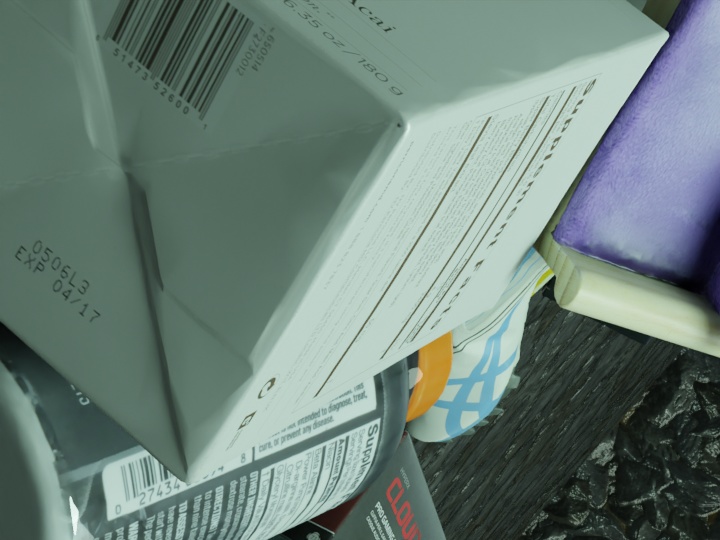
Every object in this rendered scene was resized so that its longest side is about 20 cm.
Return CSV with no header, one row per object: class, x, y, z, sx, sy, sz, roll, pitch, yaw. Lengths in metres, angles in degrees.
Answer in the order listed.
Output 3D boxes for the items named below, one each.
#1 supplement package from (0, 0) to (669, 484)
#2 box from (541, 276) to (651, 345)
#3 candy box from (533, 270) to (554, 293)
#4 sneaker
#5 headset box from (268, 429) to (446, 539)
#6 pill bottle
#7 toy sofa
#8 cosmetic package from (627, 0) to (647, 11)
supplement package,-0.015,-0.046,0.524,0.120,0.121,0.200,-58,165,26
box,0.194,-0.078,1.081,0.141,0.079,0.200,106,11,-54
candy box,0.039,0.047,1.019,0.200,0.026,0.102,-44,180,18
sneaker,0.039,0.002,0.720,0.072,0.072,0.200,2,142,-15
headset box,-0.034,0.154,0.715,0.200,0.075,0.149,-51,143,-29
pill bottle,-0.056,0.043,0.597,0.199,0.106,0.106,-18,147,-46
toy sofa,0.138,-0.067,0.584,0.082,0.098,0.201,17,112,-28
cosmetic package,0.161,-0.088,0.680,0.199,0.083,0.051,-6,-167,36
